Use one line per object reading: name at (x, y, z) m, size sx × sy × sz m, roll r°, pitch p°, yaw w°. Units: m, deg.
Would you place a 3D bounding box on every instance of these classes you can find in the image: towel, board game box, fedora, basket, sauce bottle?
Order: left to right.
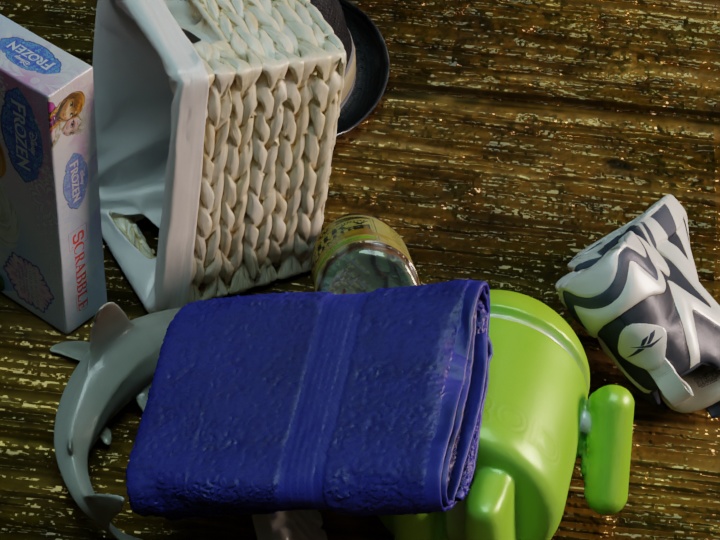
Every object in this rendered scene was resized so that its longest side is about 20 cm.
board game box at (-0.249, -0.084, 1.522) m, size 0.199 × 0.200 × 0.041 m, roll 30°, pitch 50°, yaw 27°
basket at (-0.096, -0.092, 1.546) m, size 0.123 × 0.200 × 0.136 m, roll -12°, pitch 45°, yaw -25°
fedora at (-0.068, -0.173, 1.706) m, size 0.200 × 0.092 × 0.201 m, roll 2°, pitch 43°, yaw -2°
towel at (-0.025, 0.078, 1.348) m, size 0.199 × 0.050 × 0.148 m, roll -3°, pitch 51°, yaw 23°
sauce bottle at (0.000, 0.000, 1.490) m, size 0.064 × 0.065 × 0.200 m, roll 0°, pitch 9°, yaw -4°

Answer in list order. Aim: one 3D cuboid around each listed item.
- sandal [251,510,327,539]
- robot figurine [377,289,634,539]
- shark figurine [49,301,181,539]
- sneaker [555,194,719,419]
sandal at (-0.063, 0.122, 1.412) m, size 0.050 × 0.082 × 0.203 m, roll -31°, pitch 41°, yaw 14°
robot figurine at (0.071, 0.093, 1.410) m, size 0.175 × 0.116 × 0.200 m, roll 4°, pitch 42°, yaw 14°
shark figurine at (-0.151, 0.070, 1.446) m, size 0.128 × 0.090 × 0.215 m, roll 12°, pitch 41°, yaw 12°
sneaker at (0.196, 0.031, 1.524) m, size 0.079 × 0.130 × 0.199 m, roll -33°, pitch 1°, yaw 13°
